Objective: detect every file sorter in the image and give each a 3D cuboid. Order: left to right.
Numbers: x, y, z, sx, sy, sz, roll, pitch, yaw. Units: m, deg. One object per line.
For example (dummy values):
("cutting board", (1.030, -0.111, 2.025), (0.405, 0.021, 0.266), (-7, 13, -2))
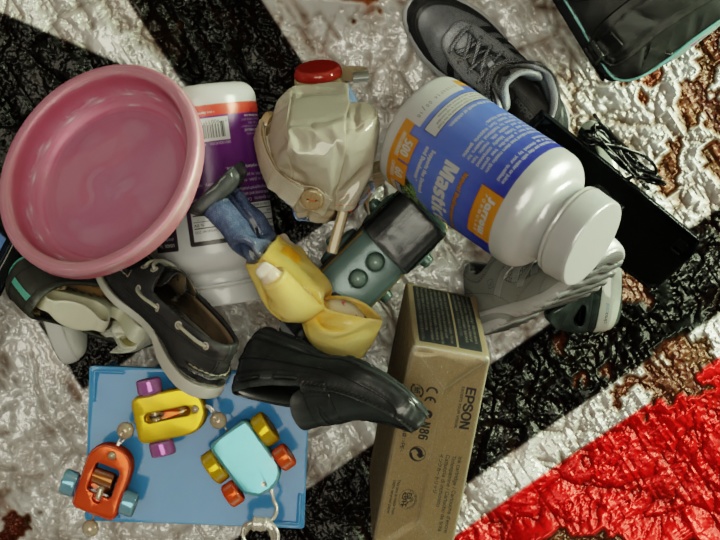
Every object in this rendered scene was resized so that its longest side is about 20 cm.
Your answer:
("file sorter", (-0.148, 0.157, 1.531), (0.198, 0.123, 0.140), (2, 92, -1))

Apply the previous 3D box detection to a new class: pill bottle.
("pill bottle", (-0.140, -0.070, 1.524), (0.111, 0.112, 0.202), (-8, 94, 0))
("pill bottle", (0.123, -0.074, 1.420), (0.200, 0.112, 0.112), (36, 93, 26))

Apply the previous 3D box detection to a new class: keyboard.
("keyboard", (0.228, -0.076, 1.495), (0.199, 0.040, 0.104), (37, 125, -13))

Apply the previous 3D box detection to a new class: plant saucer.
("plant saucer", (-0.221, -0.082, 1.437), (0.199, 0.051, 0.202), (-9, 65, 20))

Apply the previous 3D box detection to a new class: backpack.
("backpack", (0.269, -0.286, 1.496), (0.199, 0.153, 0.177), (-33, 95, 11))

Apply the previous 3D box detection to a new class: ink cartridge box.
("ink cartridge box", (0.060, 0.134, 1.488), (0.074, 0.165, 0.202), (9, 109, -3))

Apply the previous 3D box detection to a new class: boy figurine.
("boy figurine", (-0.063, 0.000, 1.427), (0.064, 0.124, 0.200), (-43, 90, 12))

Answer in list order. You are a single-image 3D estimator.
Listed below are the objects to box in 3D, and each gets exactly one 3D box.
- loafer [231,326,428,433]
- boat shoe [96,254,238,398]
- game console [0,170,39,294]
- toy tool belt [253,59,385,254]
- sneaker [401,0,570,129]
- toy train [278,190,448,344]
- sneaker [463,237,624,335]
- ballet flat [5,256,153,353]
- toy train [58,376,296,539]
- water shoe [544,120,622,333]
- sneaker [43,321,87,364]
("loafer", (-0.029, 0.107, 1.398), (0.200, 0.068, 0.071), (17, 69, 39))
("boat shoe", (-0.173, 0.026, 1.456), (0.200, 0.073, 0.061), (52, 125, 36))
("game console", (-0.407, -0.014, 1.527), (0.116, 0.176, 0.201), (27, 93, -30))
("toy tool belt", (-0.034, -0.104, 1.502), (0.124, 0.200, 0.124), (-5, 116, -1))
("sneaker", (0.121, -0.190, 1.519), (0.200, 0.114, 0.076), (43, 91, -2))
("toy train", (0.000, 0.000, 1.528), (0.200, 0.114, 0.085), (-43, 92, 2))
("sneaker", (0.156, -0.001, 1.504), (0.074, 0.199, 0.083), (-13, 80, -42))
("ballet flat", (-0.233, 0.042, 1.504), (0.199, 0.068, 0.068), (15, 114, -37))
("toy train", (-0.156, 0.175, 1.447), (0.198, 0.056, 0.152), (15, 94, 2))
("water shoe", (0.204, -0.040, 1.548), (0.078, 0.072, 0.202), (-3, 93, -2))
("sneaker", (-0.261, -0.014, 1.545), (0.084, 0.073, 0.202), (-4, 92, 2))
